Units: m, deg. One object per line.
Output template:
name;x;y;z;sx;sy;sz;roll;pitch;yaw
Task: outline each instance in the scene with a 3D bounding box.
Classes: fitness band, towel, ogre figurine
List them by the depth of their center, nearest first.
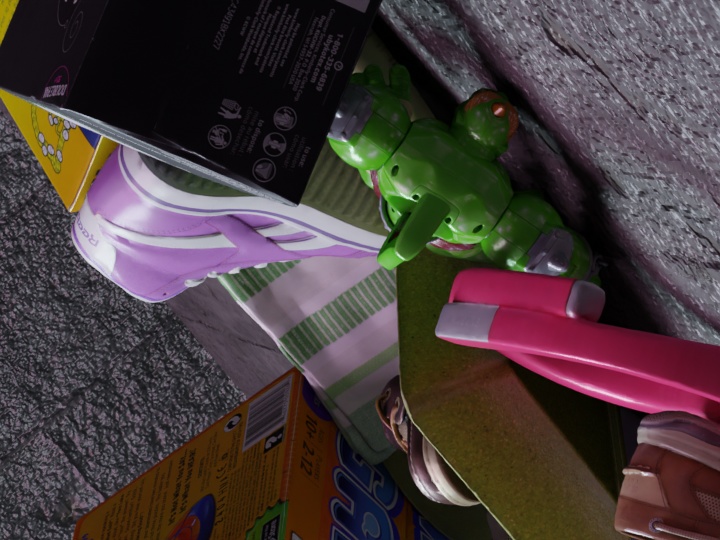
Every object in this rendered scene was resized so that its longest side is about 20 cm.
fitness band;0.121;0.038;1.309;0.143;0.038;0.200;20;174;-30
ogre figurine;0.040;-0.042;1.389;0.200;0.098;0.120;54;177;-6
towel;0.000;0.000;1.635;0.200;0.152;0.023;51;-160;-9

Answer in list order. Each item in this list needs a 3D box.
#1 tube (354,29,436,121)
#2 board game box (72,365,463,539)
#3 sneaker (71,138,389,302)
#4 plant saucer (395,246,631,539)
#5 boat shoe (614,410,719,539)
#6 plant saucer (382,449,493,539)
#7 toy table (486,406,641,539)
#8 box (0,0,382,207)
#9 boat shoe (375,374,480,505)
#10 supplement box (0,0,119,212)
tube;-0.019;-0.125;1.485;0.200;0.058;0.052;45;132;-6
board game box;-0.048;0.223;1.691;0.200;0.200;0.200;45;-155;-23
sneaker;-0.064;-0.026;1.533;0.200;0.114;0.073;10;-132;-31
plant saucer;0.089;0.055;1.499;0.200;0.048;0.200;50;-156;-35
boat shoe;0.209;0.138;1.301;0.200;0.072;0.076;27;171;6
plant saucer;0.060;0.081;1.766;0.200;0.031;0.200;42;-147;-35
toy table;0.129;0.182;1.609;0.184;0.117;0.200;22;-141;-21
box;-0.082;-0.127;1.338;0.124;0.149;0.200;23;180;-19
boat shoe;0.047;0.082;1.540;0.072;0.072;0.200;59;-160;-15
supplement box;-0.144;-0.145;1.555;0.200;0.109;0.110;57;139;30
